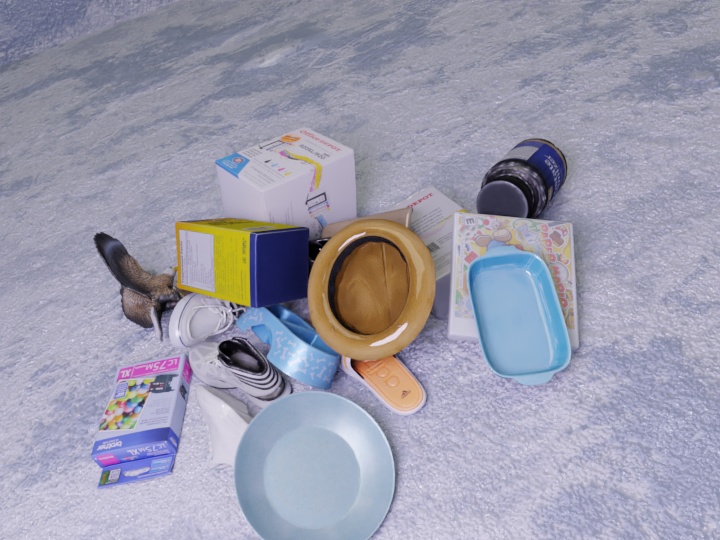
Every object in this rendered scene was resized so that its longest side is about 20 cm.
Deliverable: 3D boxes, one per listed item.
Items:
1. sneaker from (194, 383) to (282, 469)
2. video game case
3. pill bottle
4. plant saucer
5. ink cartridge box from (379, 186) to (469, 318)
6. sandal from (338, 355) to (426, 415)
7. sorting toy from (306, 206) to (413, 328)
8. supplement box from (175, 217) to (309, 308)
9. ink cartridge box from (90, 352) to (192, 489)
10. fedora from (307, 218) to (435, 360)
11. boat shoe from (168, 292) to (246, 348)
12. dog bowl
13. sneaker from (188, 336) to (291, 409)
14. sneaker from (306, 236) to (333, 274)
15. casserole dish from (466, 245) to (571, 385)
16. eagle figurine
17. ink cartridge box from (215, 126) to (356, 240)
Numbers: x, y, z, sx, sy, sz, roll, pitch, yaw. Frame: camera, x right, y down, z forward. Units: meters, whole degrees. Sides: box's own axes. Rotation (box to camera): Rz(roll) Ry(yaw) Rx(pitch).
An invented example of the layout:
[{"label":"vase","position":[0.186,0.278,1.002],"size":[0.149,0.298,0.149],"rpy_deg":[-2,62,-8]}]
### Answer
[{"label":"sneaker","position":[-0.189,0.228,0.858],"size":[0.200,0.075,0.089],"rpy_deg":[25,87,48]},{"label":"video game case","position":[0.222,0.012,0.902],"size":[0.181,0.023,0.201],"rpy_deg":[6,64,2]},{"label":"pill bottle","position":[0.268,-0.142,1.033],"size":[0.111,0.112,0.200],"rpy_deg":[11,32,28]},{"label":"plant saucer","position":[-0.058,0.251,0.765],"size":[0.200,0.039,0.202],"rpy_deg":[7,57,-11]},{"label":"ink cartridge box","position":[0.124,-0.037,1.022],"size":[0.144,0.084,0.200],"rpy_deg":[-30,44,-14]},{"label":"sandal","position":[0.019,0.126,0.899],"size":[0.079,0.059,0.206],"rpy_deg":[-35,44,-20]},{"label":"sorting toy","position":[0.000,0.000,0.995],"size":[0.184,0.036,0.201],"rpy_deg":[-8,61,38]},{"label":"supplement box","position":[-0.185,-0.018,0.958],"size":[0.199,0.110,0.109],"rpy_deg":[10,14,39]},{"label":"ink cartridge box","position":[-0.327,0.220,0.929],"size":[0.119,0.042,0.201],"rpy_deg":[-12,43,6]},{"label":"fedora","position":[0.021,0.030,0.873],"size":[0.199,0.082,0.202],"rpy_deg":[-5,73,17]},{"label":"boat shoe","position":[-0.230,0.065,1.012],"size":[0.086,0.075,0.202],"rpy_deg":[-5,17,17]},{"label":"dog bowl","position":[-0.104,0.102,0.916],"size":[0.200,0.111,0.050],"rpy_deg":[35,96,46]},{"label":"sneaker","position":[-0.197,0.127,0.927],"size":[0.200,0.116,0.076],"rpy_deg":[16,52,32]},{"label":"sneaker","position":[-0.070,-0.028,0.986],"size":[0.199,0.083,0.072],"rpy_deg":[-6,62,40]},{"label":"casserole dish","position":[0.211,0.063,0.845],"size":[0.120,0.039,0.201],"rpy_deg":[-7,64,-3]},{"label":"eagle figurine","position":[-0.374,0.028,1.081],"size":[0.199,0.153,0.151],"rpy_deg":[13,5,10]},{"label":"ink cartridge box","position":[-0.126,-0.142,1.098],"size":[0.200,0.145,0.147],"rpy_deg":[-29,46,-32]}]
